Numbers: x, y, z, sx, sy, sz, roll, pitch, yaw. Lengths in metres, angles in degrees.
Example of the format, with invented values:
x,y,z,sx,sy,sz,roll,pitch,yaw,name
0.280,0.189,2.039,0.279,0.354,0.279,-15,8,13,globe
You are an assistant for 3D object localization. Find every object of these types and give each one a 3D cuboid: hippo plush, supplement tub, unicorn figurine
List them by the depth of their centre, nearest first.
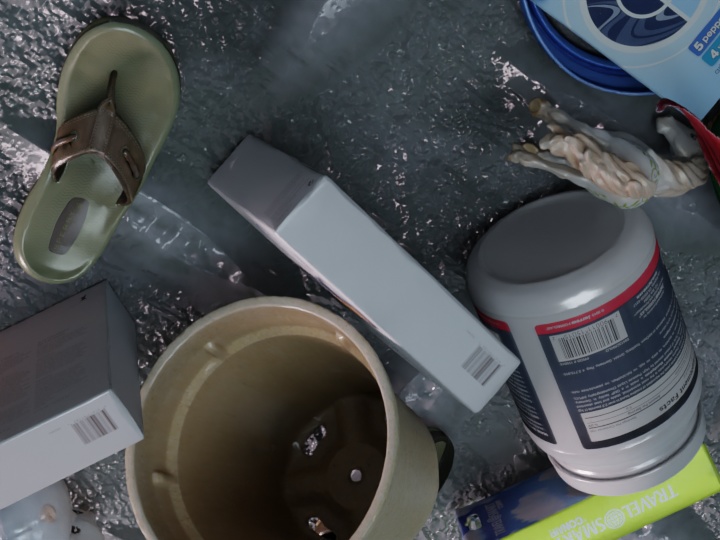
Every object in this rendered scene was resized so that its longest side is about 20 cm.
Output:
x,y,z,sx,sy,sz,roll,pitch,yaw,name
0.181,-0.082,0.947,0.137,0.200,0.074,21,120,8,unicorn figurine
-0.270,0.232,0.990,0.161,0.159,0.200,-20,119,0,hippo plush
0.172,0.054,0.999,0.140,0.140,0.200,-24,120,2,supplement tub

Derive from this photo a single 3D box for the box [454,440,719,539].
x,y,z,sx,sy,sz,roll,pitch,yaw,name
0.179,0.185,1.079,0.200,0.122,0.048,-25,95,2,box

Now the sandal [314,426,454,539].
x,y,z,sx,sy,sz,roll,pitch,yaw,name
0.001,0.207,1.095,0.201,0.057,0.080,-53,148,-2,sandal

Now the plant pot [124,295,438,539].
x,y,z,sx,sy,sz,roll,pitch,yaw,name
-0.034,0.136,0.961,0.200,0.201,0.183,-39,154,10,plant pot

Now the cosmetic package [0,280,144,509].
x,y,z,sx,sy,sz,roll,pitch,yaw,name
-0.251,0.101,0.930,0.200,0.151,0.052,-26,122,3,cosmetic package

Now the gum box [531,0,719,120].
x,y,z,sx,sy,sz,roll,pitch,yaw,name
0.199,-0.218,0.872,0.200,0.045,0.170,30,108,-25,gum box

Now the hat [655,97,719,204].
x,y,z,sx,sy,sz,roll,pitch,yaw,name
0.246,-0.084,0.935,0.176,0.166,0.200,15,144,-7,hat

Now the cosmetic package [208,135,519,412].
x,y,z,sx,sy,sz,roll,pitch,yaw,name
0.000,0.000,0.920,0.052,0.151,0.200,-48,117,-2,cosmetic package

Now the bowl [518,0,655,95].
x,y,z,sx,sy,sz,roll,pitch,yaw,name
0.200,-0.220,0.919,0.200,0.039,0.201,-5,118,-9,bowl

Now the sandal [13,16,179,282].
x,y,z,sx,sy,sz,roll,pitch,yaw,name
-0.175,-0.072,0.899,0.080,0.057,0.201,15,113,-19,sandal
